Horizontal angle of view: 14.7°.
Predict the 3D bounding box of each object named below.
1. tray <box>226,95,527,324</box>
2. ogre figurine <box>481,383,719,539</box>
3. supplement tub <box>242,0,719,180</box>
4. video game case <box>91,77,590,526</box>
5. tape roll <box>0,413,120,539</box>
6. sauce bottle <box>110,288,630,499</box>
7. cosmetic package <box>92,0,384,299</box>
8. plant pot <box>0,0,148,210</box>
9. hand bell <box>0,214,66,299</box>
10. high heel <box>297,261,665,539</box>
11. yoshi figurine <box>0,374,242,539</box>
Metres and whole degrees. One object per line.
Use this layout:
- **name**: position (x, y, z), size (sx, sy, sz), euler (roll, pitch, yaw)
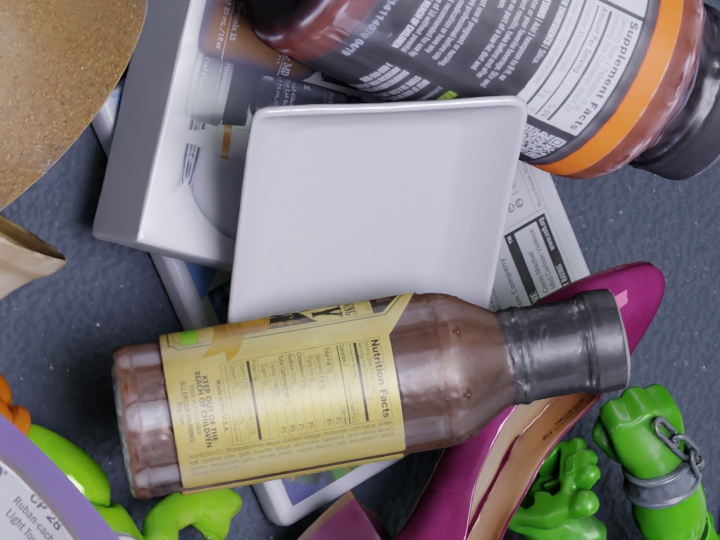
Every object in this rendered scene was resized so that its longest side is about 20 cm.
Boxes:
- **tray**: position (0.000, 0.000, 1.102), size (0.107, 0.022, 0.200), euler (-3, 138, -10)
- **ogre figurine**: position (0.086, 0.146, 1.200), size (0.120, 0.098, 0.200), euler (36, 84, -33)
- **supplement tub**: position (0.060, -0.102, 1.095), size (0.199, 0.107, 0.107), euler (22, 82, -29)
- **video game case**: position (-0.001, -0.021, 1.194), size (0.182, 0.022, 0.201), euler (-29, 105, -23)
- **tape roll**: position (-0.160, 0.116, 0.954), size (0.200, 0.200, 0.085), euler (39, 104, -23)
- **sauce bottle**: position (0.004, 0.044, 1.087), size (0.199, 0.065, 0.065), euler (-9, 96, -6)
- **cosmetic package**: position (-0.013, -0.093, 1.144), size (0.150, 0.052, 0.201), euler (14, 86, -30)
- **plant pot**: position (-0.205, -0.126, 0.964), size (0.187, 0.186, 0.200), euler (-51, 129, -16)
- **hand bell**: position (-0.202, 0.061, 1.071), size (0.104, 0.104, 0.201), euler (25, 92, -25)
- **high heel**: position (0.067, 0.089, 1.132), size (0.200, 0.096, 0.067), euler (-46, 147, 9)
- **yoshi figurine**: position (-0.096, 0.125, 1.127), size (0.200, 0.112, 0.112), euler (33, 41, -11)
